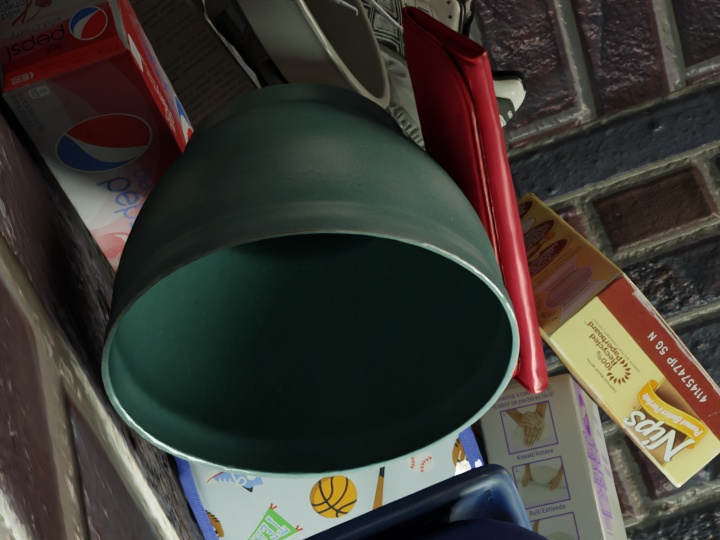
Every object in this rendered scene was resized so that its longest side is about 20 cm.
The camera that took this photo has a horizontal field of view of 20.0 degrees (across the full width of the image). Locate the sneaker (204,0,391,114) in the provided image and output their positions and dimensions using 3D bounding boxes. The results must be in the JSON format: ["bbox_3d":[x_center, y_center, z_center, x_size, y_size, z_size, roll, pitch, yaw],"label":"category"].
[{"bbox_3d":[-0.025,-0.113,1.354,0.200,0.075,0.116,37,18,-51],"label":"sneaker"}]

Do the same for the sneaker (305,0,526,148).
[{"bbox_3d":[0.029,-0.167,1.332,0.200,0.088,0.076,49,15,-5],"label":"sneaker"}]

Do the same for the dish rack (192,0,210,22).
[{"bbox_3d":[-0.160,-0.273,1.441,0.200,0.044,0.172,40,-19,52],"label":"dish rack"}]

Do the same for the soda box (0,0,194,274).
[{"bbox_3d":[-0.129,-0.074,1.060,0.200,0.070,0.063,67,5,-61],"label":"soda box"}]

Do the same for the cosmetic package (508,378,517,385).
[{"bbox_3d":[0.011,0.097,1.340,0.101,0.200,0.071,67,4,-68],"label":"cosmetic package"}]

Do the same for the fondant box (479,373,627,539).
[{"bbox_3d":[0.122,0.169,1.156,0.144,0.058,0.200,40,36,-74],"label":"fondant box"}]

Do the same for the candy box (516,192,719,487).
[{"bbox_3d":[0.133,0.033,1.140,0.115,0.055,0.200,49,3,-17],"label":"candy box"}]

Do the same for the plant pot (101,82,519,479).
[{"bbox_3d":[-0.028,-0.007,1.014,0.200,0.200,0.134,68,13,-51],"label":"plant pot"}]

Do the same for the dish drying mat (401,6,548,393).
[{"bbox_3d":[0.056,-0.032,1.035,0.077,0.018,0.200,41,-30,52],"label":"dish drying mat"}]

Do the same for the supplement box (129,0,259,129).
[{"bbox_3d":[-0.099,-0.101,1.357,0.200,0.073,0.126,53,-1,9],"label":"supplement box"}]

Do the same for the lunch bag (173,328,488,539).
[{"bbox_3d":[-0.006,0.113,1.165,0.200,0.170,0.124,65,10,-45],"label":"lunch bag"}]

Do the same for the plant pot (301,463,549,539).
[{"bbox_3d":[0.025,0.211,0.878,0.180,0.200,0.200,-120,-172,-61],"label":"plant pot"}]

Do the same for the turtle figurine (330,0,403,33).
[{"bbox_3d":[-0.003,-0.244,1.211,0.200,0.101,0.150,55,14,-13],"label":"turtle figurine"}]

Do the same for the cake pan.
[{"bbox_3d":[-0.044,-0.178,1.204,0.200,0.037,0.200,59,13,-22],"label":"cake pan"}]

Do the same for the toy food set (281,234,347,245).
[{"bbox_3d":[0.000,0.000,1.194,0.200,0.143,0.060,88,11,-70],"label":"toy food set"}]
